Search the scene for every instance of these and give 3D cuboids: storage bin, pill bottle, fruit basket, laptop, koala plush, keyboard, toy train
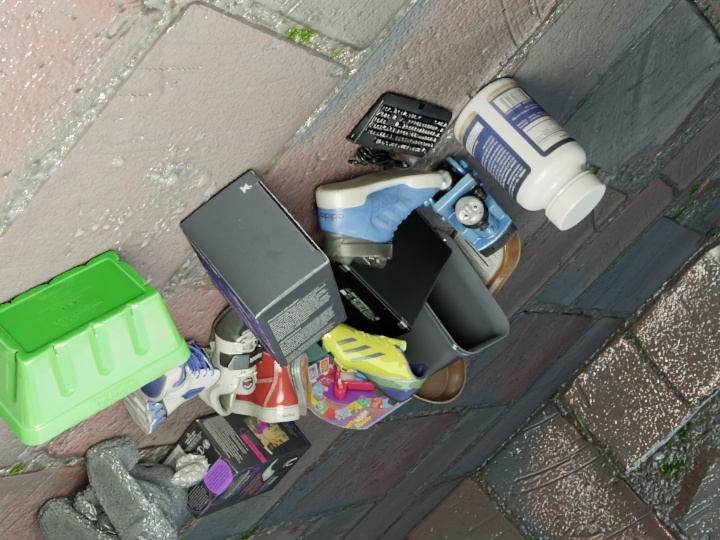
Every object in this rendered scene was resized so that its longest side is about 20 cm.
[{"bbox_3d":[0.114,0.059,1.914,0.145,0.200,0.134,-23,164,-42],"label":"storage bin"},{"bbox_3d":[0.227,-0.151,1.651,0.111,0.200,0.111,-36,159,-16],"label":"pill bottle"},{"bbox_3d":[-0.297,0.102,1.308,0.215,0.155,0.216,-30,140,-30],"label":"fruit basket"},{"bbox_3d":[-0.002,0.000,1.689,0.200,0.116,0.187,-22,135,24],"label":"laptop"},{"bbox_3d":[-0.305,0.331,1.737,0.177,0.184,0.200,-48,171,18],"label":"koala plush"},{"bbox_3d":[0.054,-0.160,1.547,0.104,0.040,0.200,-50,158,19],"label":"keyboard"},{"bbox_3d":[0.155,-0.089,1.771,0.087,0.114,0.200,-44,161,5],"label":"toy train"}]

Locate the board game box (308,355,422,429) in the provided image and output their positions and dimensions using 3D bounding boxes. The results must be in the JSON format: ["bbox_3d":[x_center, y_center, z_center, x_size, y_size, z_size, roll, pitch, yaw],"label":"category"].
[{"bbox_3d":[0.002,0.163,1.968,0.200,0.158,0.039,-30,141,-29],"label":"board game box"}]

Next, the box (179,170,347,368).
[{"bbox_3d":[-0.107,0.003,1.429,0.104,0.148,0.200,-38,159,-8],"label":"box"}]

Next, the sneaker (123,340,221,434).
[{"bbox_3d":[-0.233,0.120,1.554,0.115,0.081,0.200,-35,166,-28],"label":"sneaker"}]

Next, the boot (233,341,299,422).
[{"bbox_3d":[-0.142,0.130,1.743,0.072,0.145,0.200,-5,-179,-26],"label":"boot"}]

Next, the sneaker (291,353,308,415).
[{"bbox_3d":[-0.117,0.171,1.838,0.080,0.072,0.200,2,157,-2],"label":"sneaker"}]

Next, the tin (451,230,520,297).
[{"bbox_3d":[0.182,-0.010,1.991,0.042,0.112,0.200,-21,151,-43],"label":"tin"}]

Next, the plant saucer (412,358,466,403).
[{"bbox_3d":[0.083,0.127,1.976,0.034,0.201,0.200,-39,165,36],"label":"plant saucer"}]

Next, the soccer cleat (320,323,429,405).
[{"bbox_3d":[0.015,0.109,1.695,0.084,0.065,0.200,-43,126,11],"label":"soccer cleat"}]

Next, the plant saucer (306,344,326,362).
[{"bbox_3d":[-0.048,0.077,1.856,0.200,0.036,0.200,-36,160,-15],"label":"plant saucer"}]

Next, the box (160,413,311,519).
[{"bbox_3d":[-0.191,0.285,1.915,0.122,0.106,0.200,-49,160,25],"label":"box"}]

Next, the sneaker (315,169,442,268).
[{"bbox_3d":[0.027,-0.063,1.576,0.200,0.077,0.112,-17,110,-44],"label":"sneaker"}]

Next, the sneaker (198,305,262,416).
[{"bbox_3d":[-0.159,0.114,1.651,0.074,0.089,0.200,-20,150,-43],"label":"sneaker"}]
